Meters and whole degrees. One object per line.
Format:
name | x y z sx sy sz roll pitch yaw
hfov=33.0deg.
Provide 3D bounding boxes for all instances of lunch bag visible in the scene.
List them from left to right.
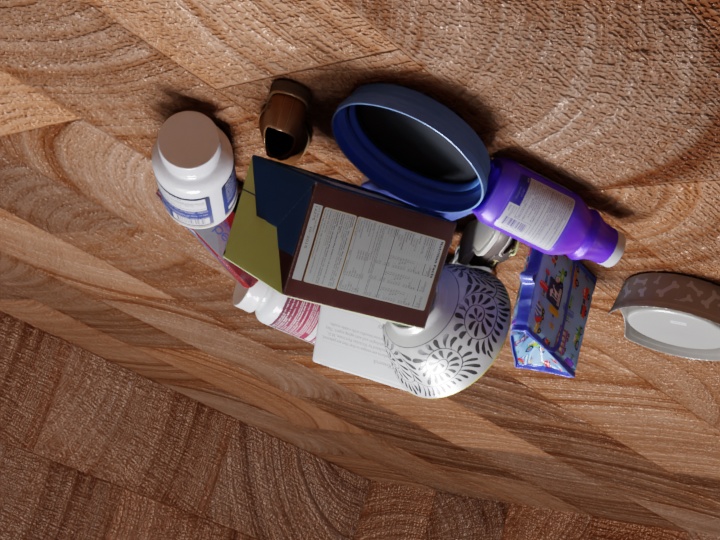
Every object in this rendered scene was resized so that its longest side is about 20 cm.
lunch bag | 0.247 0.039 1.663 0.093 0.152 0.200 9 161 25

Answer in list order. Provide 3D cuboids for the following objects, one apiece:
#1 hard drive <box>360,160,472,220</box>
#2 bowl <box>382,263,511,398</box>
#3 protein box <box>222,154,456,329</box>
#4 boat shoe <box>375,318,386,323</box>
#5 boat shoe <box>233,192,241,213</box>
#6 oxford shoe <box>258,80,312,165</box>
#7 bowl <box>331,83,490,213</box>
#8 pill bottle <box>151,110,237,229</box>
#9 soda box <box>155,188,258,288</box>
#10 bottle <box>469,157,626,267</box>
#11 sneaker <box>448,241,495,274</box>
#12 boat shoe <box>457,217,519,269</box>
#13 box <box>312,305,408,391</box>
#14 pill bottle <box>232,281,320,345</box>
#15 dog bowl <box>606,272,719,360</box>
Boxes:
hard drive | 0.099 -0.110 1.561 0.131 0.026 0.200 24 162 -19
bowl | 0.097 0.063 1.647 0.199 0.203 0.094 1 153 43
protein box | -0.028 -0.037 1.472 0.198 0.136 0.198 15 -174 -30
boat shoe | -0.002 -0.001 1.670 0.074 0.066 0.199 34 -173 -31
boat shoe | -0.141 -0.095 1.770 0.064 0.074 0.200 18 164 -21
oxford shoe | -0.101 -0.165 1.516 0.071 0.072 0.200 15 165 2
bowl | 0.061 -0.143 1.413 0.199 0.040 0.201 26 159 11
pill bottle | -0.225 -0.139 1.652 0.110 0.112 0.200 17 163 2
soda box | -0.214 -0.065 1.807 0.200 0.063 0.070 46 170 -9
bottle | 0.231 -0.064 1.473 0.198 0.084 0.065 23 -166 -20
sneaker | 0.159 0.024 1.813 0.074 0.089 0.200 12 166 10
boat shoe | 0.179 -0.042 1.623 0.059 0.073 0.200 13 167 -6
box | 0.061 0.093 1.910 0.198 0.132 0.198 15 -169 27
pill bottle | -0.120 0.057 2.165 0.198 0.111 0.109 24 162 -21
dog bowl | 0.448 0.064 1.699 0.198 0.059 0.200 16 163 5
